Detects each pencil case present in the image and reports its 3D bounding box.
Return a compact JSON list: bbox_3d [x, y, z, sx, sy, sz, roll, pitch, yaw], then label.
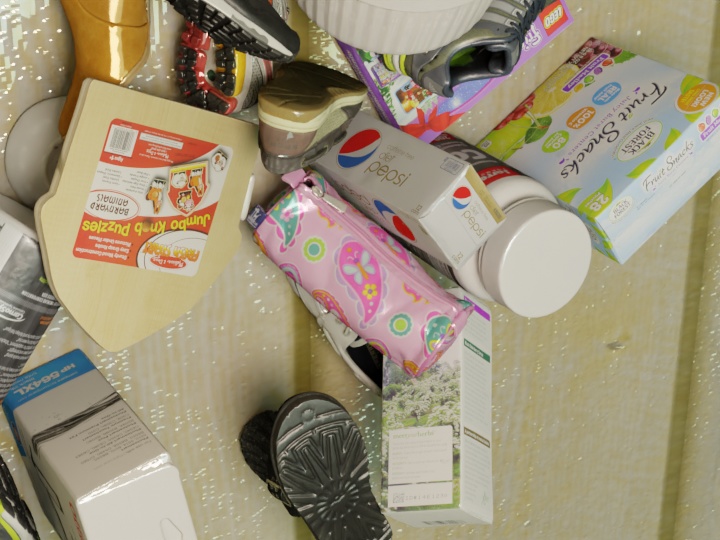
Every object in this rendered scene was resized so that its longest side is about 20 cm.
[{"bbox_3d":[0.000,0.000,1.250,0.200,0.087,0.088,42,86,5],"label":"pencil case"}]

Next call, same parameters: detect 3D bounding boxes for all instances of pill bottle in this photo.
[{"bbox_3d":[0.106,-0.042,1.295,0.113,0.200,0.115,-13,117,-26],"label":"pill bottle"},{"bbox_3d":[-0.305,0.046,1.142,0.106,0.106,0.201,29,94,-37],"label":"pill bottle"}]

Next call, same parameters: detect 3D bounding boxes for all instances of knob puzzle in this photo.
[{"bbox_3d":[-0.174,-0.036,1.140,0.219,0.030,0.221,-22,122,-39],"label":"knob puzzle"}]

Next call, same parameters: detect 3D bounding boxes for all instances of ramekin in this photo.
[{"bbox_3d":[0.027,-0.265,1.152,0.199,0.201,0.105,-25,160,-19],"label":"ramekin"}]

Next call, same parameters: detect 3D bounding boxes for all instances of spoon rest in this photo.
[{"bbox_3d":[-0.189,-0.082,1.197,0.199,0.061,0.100,10,104,-20],"label":"spoon rest"}]

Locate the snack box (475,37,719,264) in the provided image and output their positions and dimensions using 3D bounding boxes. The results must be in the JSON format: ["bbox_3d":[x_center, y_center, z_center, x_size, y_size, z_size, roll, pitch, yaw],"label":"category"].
[{"bbox_3d":[0.223,-0.115,1.334,0.169,0.200,0.068,-44,127,-8],"label":"snack box"}]

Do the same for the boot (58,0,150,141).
[{"bbox_3d":[-0.213,-0.213,1.105,0.144,0.071,0.202,36,94,-18],"label":"boot"}]

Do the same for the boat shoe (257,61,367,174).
[{"bbox_3d":[-0.045,-0.124,1.193,0.071,0.201,0.066,20,108,6],"label":"boat shoe"}]

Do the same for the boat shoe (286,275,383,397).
[{"bbox_3d":[-0.005,0.044,1.345,0.072,0.066,0.201,-31,122,-9],"label":"boat shoe"}]

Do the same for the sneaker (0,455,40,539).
[{"bbox_3d":[-0.313,0.211,1.203,0.080,0.074,0.201,-22,146,-12],"label":"sneaker"}]

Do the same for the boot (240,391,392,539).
[{"bbox_3d":[-0.055,0.160,1.310,0.079,0.158,0.212,-27,129,-14],"label":"boot"}]

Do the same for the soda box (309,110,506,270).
[{"bbox_3d":[0.033,-0.073,1.235,0.064,0.200,0.068,-46,126,-8],"label":"soda box"}]

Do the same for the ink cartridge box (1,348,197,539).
[{"bbox_3d":[-0.211,0.178,1.200,0.084,0.200,0.147,-24,121,-20],"label":"ink cartridge box"}]

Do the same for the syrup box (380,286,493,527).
[{"bbox_3d":[0.069,0.122,1.311,0.081,0.078,0.202,35,52,-57],"label":"syrup box"}]

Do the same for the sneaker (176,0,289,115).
[{"bbox_3d":[-0.101,-0.227,1.178,0.082,0.077,0.202,-18,119,-54],"label":"sneaker"}]

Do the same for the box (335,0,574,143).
[{"bbox_3d":[0.084,-0.218,1.303,0.200,0.039,0.137,-40,125,-10],"label":"box"}]

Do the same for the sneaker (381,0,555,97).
[{"bbox_3d":[0.118,-0.207,1.236,0.199,0.081,0.074,-34,148,-10],"label":"sneaker"}]

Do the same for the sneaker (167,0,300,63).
[{"bbox_3d":[-0.111,-0.231,1.064,0.199,0.076,0.088,33,81,-28],"label":"sneaker"}]
